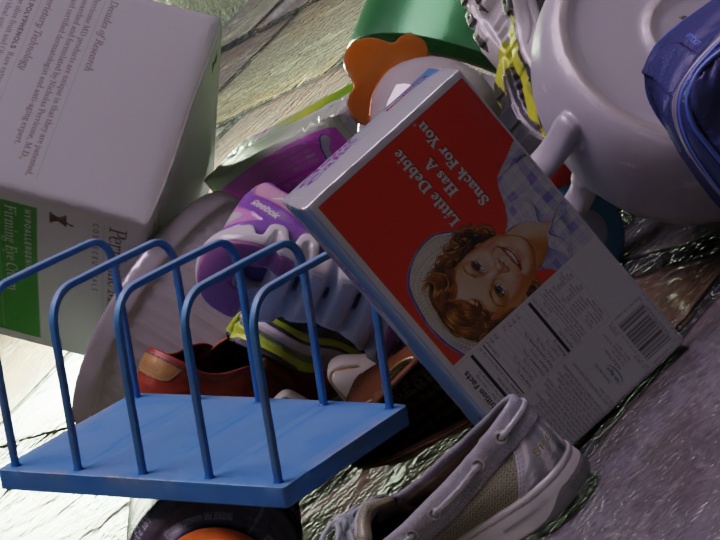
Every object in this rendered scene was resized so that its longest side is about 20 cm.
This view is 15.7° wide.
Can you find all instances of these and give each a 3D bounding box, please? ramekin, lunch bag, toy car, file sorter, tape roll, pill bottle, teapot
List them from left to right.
[{"bbox_3d":[-0.098,0.053,1.508,0.200,0.123,0.139,1,18,31],"label":"file sorter"},{"bbox_3d":[-0.110,0.052,1.850,0.202,0.094,0.202,-54,-16,-22],"label":"ramekin"},{"bbox_3d":[-0.087,0.160,1.545,0.106,0.106,0.200,-39,13,7],"label":"pill bottle"},{"bbox_3d":[0.072,-0.084,1.694,0.184,0.200,0.177,-22,22,53],"label":"toy car"},{"bbox_3d":[0.090,-0.137,1.818,0.200,0.200,0.048,-12,54,65],"label":"tape roll"},{"bbox_3d":[0.186,-0.097,1.533,0.146,0.200,0.198,94,-175,-57],"label":"teapot"},{"bbox_3d":[0.260,-0.104,1.362,0.200,0.136,0.132,-39,13,3],"label":"lunch bag"}]

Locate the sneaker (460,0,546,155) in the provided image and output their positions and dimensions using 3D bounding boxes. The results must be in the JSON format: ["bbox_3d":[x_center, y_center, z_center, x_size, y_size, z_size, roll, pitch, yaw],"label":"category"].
[{"bbox_3d":[0.120,-0.155,1.641,0.085,0.200,0.074,-1,-21,-25],"label":"sneaker"}]

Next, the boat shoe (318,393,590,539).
[{"bbox_3d":[0.030,0.131,1.395,0.202,0.065,0.074,-31,15,36],"label":"boat shoe"}]

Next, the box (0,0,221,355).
[{"bbox_3d":[-0.207,-0.073,1.900,0.199,0.171,0.200,99,-174,-56],"label":"box"}]

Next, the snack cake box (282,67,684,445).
[{"bbox_3d":[0.066,0.001,1.422,0.115,0.200,0.067,-42,12,-6],"label":"snack cake box"}]

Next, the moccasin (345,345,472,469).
[{"bbox_3d":[0.064,0.055,1.541,0.201,0.074,0.078,-30,25,30],"label":"moccasin"}]

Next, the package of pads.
[{"bbox_3d":[-0.006,-0.046,1.898,0.068,0.155,0.200,-47,13,-31],"label":"package of pads"}]

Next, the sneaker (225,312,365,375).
[{"bbox_3d":[-0.012,0.021,1.732,0.081,0.074,0.200,-63,-19,12],"label":"sneaker"}]

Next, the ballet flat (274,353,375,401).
[{"bbox_3d":[-0.015,0.091,1.665,0.200,0.064,0.067,-37,13,15],"label":"ballet flat"}]

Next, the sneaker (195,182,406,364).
[{"bbox_3d":[0.000,0.000,1.612,0.089,0.200,0.081,-81,14,-50],"label":"sneaker"}]

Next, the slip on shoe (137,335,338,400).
[{"bbox_3d":[-0.070,0.070,1.734,0.200,0.061,0.074,-5,19,-43],"label":"slip on shoe"}]
